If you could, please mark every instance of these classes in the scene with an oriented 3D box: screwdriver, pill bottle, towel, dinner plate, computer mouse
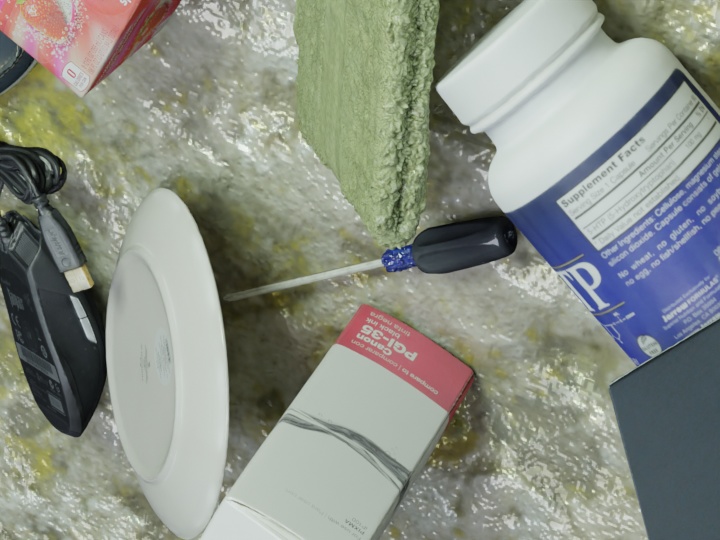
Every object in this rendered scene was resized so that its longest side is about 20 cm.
[{"bbox_3d":[0.000,0.000,1.639,0.199,0.029,0.028,-15,111,29],"label":"screwdriver"},{"bbox_3d":[0.136,-0.048,1.482,0.200,0.120,0.120,49,129,-5],"label":"pill bottle"},{"bbox_3d":[0.004,-0.125,1.511,0.036,0.149,0.201,-8,124,-18],"label":"towel"},{"bbox_3d":[-0.116,0.054,1.657,0.200,0.024,0.202,175,90,-68],"label":"dinner plate"},{"bbox_3d":[-0.174,0.007,1.708,0.140,0.046,0.201,15,125,61],"label":"computer mouse"}]

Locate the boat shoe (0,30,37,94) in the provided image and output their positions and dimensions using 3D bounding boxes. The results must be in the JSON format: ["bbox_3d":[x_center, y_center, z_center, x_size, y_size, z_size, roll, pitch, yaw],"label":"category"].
[{"bbox_3d":[-0.269,-0.115,1.697,0.199,0.062,0.075,-12,110,33],"label":"boat shoe"}]

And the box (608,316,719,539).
[{"bbox_3d":[0.238,0.142,1.418,0.123,0.201,0.198,-32,139,25],"label":"box"}]

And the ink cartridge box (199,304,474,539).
[{"bbox_3d":[-0.029,0.136,1.630,0.083,0.200,0.147,33,129,3],"label":"ink cartridge box"}]

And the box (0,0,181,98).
[{"bbox_3d":[-0.124,-0.206,1.542,0.102,0.095,0.200,39,129,3],"label":"box"}]
